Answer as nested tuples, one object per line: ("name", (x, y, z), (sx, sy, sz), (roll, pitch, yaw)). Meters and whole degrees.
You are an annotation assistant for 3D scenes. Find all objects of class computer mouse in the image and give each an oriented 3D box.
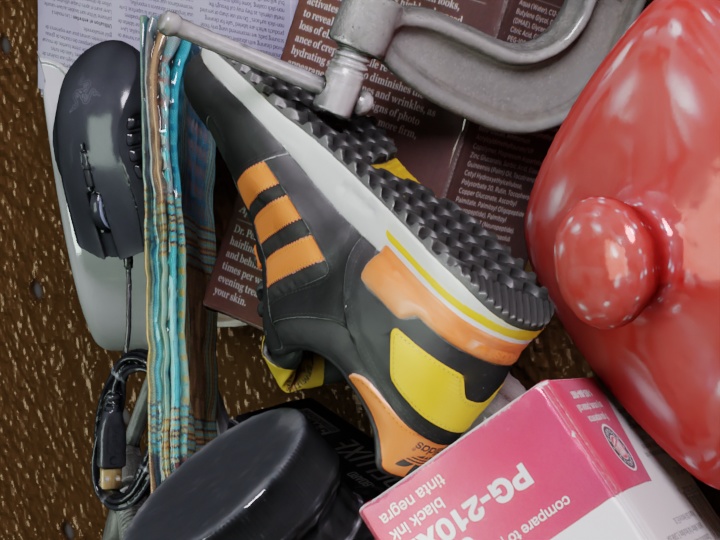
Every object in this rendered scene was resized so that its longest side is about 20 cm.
("computer mouse", (-0.107, 0.003, 1.167), (0.058, 0.034, 0.201), (-2, 91, 32))

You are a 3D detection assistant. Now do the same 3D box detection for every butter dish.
("butter dish", (0.127, -0.012, 0.944), (0.200, 0.148, 0.200), (54, 133, 26))

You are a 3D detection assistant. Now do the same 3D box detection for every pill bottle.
("pill bottle", (0.004, 0.152, 1.016), (0.112, 0.112, 0.200), (-16, 117, 49))

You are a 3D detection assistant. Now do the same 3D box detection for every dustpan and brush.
("dustpan and brush", (-0.096, 0.012, 1.238), (0.140, 0.057, 0.201), (80, 179, -66))

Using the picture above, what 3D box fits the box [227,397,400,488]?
("box", (-0.002, 0.178, 1.166), (0.158, 0.050, 0.201), (32, 123, 40))

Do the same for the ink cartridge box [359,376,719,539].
("ink cartridge box", (0.102, 0.141, 0.957), (0.084, 0.145, 0.200), (-35, 80, 12))

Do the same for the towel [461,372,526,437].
("towel", (0.067, 0.161, 1.144), (0.191, 0.032, 0.200), (46, 131, 31))

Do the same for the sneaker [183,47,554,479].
("sneaker", (-0.019, -0.007, 0.985), (0.200, 0.070, 0.090), (44, 108, 41))

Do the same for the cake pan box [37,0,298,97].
("cake pan box", (-0.075, -0.156, 1.219), (0.200, 0.052, 0.185), (15, 108, 46))

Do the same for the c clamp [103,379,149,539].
("c clamp", (-0.109, 0.151, 1.264), (0.200, 0.027, 0.171), (-102, 26, -54))

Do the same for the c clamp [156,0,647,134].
("c clamp", (0.045, -0.134, 0.971), (0.200, 0.171, 0.027), (-63, 29, -1))

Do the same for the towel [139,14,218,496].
("towel", (-0.069, 0.006, 1.109), (0.147, 0.022, 0.201), (47, -138, -85))

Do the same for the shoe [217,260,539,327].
("shoe", (0.000, 0.000, 1.158), (0.200, 0.053, 0.070), (-7, 104, 51))

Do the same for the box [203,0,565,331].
("box", (0.022, -0.062, 1.061), (0.100, 0.075, 0.201), (23, 98, 37))
